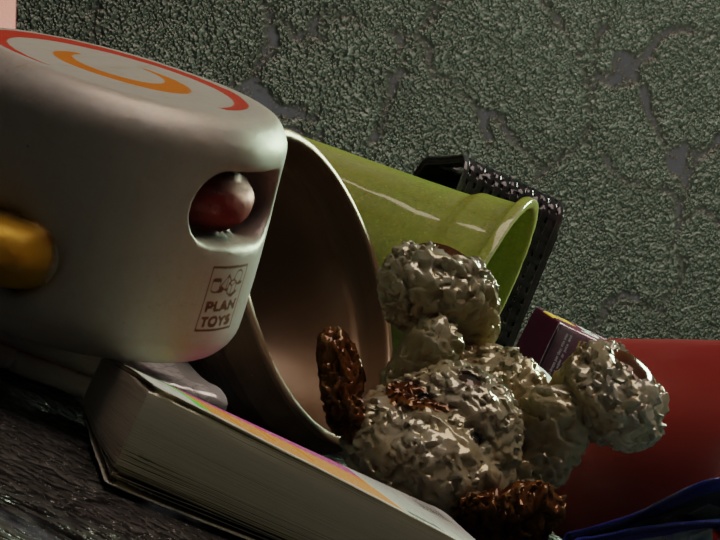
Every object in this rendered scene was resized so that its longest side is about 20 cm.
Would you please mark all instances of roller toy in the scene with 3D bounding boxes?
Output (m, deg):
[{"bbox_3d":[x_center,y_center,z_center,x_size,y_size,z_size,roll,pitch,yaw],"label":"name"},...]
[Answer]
[{"bbox_3d":[-0.136,-0.033,0.963,0.181,0.141,0.200,12,12,-20],"label":"roller toy"}]

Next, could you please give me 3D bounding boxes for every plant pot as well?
[{"bbox_3d":[0.000,0.000,1.344,0.183,0.202,0.200,28,4,11],"label":"plant pot"},{"bbox_3d":[0.219,0.131,1.247,0.200,0.202,0.177,22,-5,-43],"label":"plant pot"},{"bbox_3d":[-0.064,0.020,1.172,0.092,0.203,0.201,-15,-14,22],"label":"plant pot"}]

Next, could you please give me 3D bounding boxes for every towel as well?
[{"bbox_3d":[-0.185,0.027,1.075,0.190,0.032,0.200,24,3,-26],"label":"towel"}]

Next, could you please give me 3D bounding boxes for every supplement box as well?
[{"bbox_3d":[0.287,0.136,2.270,0.199,0.104,0.131,24,4,-10],"label":"supplement box"}]

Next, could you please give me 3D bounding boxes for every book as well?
[{"bbox_3d":[-0.033,0.103,0.924,0.199,0.048,0.134,26,1,-16],"label":"book"}]

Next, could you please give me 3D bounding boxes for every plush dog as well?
[{"bbox_3d":[0.054,0.096,1.112,0.199,0.161,0.171,33,25,20],"label":"plush dog"}]

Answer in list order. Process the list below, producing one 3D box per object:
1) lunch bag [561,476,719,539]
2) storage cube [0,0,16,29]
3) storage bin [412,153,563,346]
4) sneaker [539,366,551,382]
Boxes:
[{"bbox_3d":[0.225,0.184,1.009,0.169,0.129,0.199,19,-6,-42],"label":"lunch bag"},{"bbox_3d":[-0.381,-0.207,1.477,0.170,0.182,0.200,-7,-13,25],"label":"storage cube"},{"bbox_3d":[0.067,0.019,1.504,0.093,0.201,0.135,25,-5,-15],"label":"storage bin"},{"bbox_3d":[0.137,0.131,1.655,0.088,0.076,0.200,40,15,23],"label":"sneaker"}]
